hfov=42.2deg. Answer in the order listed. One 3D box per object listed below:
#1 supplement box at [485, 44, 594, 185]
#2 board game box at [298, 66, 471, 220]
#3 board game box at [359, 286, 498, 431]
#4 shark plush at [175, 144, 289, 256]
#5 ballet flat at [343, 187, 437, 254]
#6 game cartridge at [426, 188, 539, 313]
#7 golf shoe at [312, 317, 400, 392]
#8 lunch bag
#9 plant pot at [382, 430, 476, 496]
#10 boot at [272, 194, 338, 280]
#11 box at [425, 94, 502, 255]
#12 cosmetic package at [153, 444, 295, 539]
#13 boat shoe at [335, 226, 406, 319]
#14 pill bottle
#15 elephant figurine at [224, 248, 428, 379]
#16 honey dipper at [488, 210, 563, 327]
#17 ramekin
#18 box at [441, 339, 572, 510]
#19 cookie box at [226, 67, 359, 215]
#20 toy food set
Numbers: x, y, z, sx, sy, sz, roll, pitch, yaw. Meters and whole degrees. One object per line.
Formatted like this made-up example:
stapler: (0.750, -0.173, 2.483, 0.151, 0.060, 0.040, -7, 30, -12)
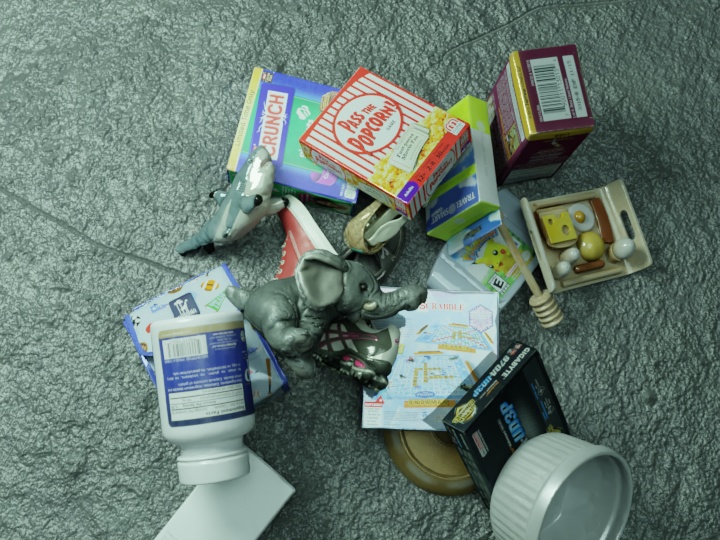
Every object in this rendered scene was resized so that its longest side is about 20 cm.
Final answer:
supplement box: (0.258, -0.225, 1.385, 0.101, 0.200, 0.133, -8, 77, -9)
board game box: (0.035, -0.183, 1.320, 0.199, 0.046, 0.152, 31, 73, 23)
board game box: (0.099, 0.128, 1.332, 0.196, 0.041, 0.203, 4, 78, -5)
shark plush: (-0.187, -0.088, 1.352, 0.090, 0.200, 0.084, -16, 68, -55)
ballet flat: (0.061, -0.095, 1.337, 0.200, 0.065, 0.070, -48, 127, 0)
game cartridge: (0.196, -0.022, 1.415, 0.133, 0.041, 0.201, 38, 75, 8)
golf shoe: (-0.021, 0.100, 1.299, 0.198, 0.077, 0.089, 19, 76, 43)
lunch bag: (-0.214, 0.112, 1.289, 0.168, 0.124, 0.202, -27, 80, -11)
plant pot: (0.130, 0.222, 1.351, 0.196, 0.028, 0.204, 1, 77, -6)
boot: (-0.109, -0.009, 1.340, 0.143, 0.073, 0.201, -34, 55, -1)
box: (0.144, -0.139, 1.375, 0.047, 0.121, 0.203, 14, 61, -33)
cosmetic package: (-0.190, 0.340, 1.260, 0.113, 0.081, 0.200, 40, 74, 4)
boat shoe: (0.000, 0.000, 1.375, 0.067, 0.057, 0.200, 43, 76, 5)
pill bottle: (-0.194, 0.157, 1.168, 0.118, 0.120, 0.204, -7, 88, -8)
elephant figurine: (-0.043, 0.032, 1.222, 0.200, 0.141, 0.156, -44, 124, -7)
honey dipper: (0.239, -0.006, 1.370, 0.038, 0.038, 0.202, -36, 108, -14)
ramekin: (0.265, 0.317, 1.260, 0.198, 0.104, 0.204, -15, 114, -36)
box: (0.207, 0.221, 1.280, 0.159, 0.046, 0.202, -42, 127, -21)
cookie box: (-0.086, -0.193, 1.405, 0.197, 0.075, 0.174, 14, 75, -2)
toy food set: (0.339, -0.055, 1.403, 0.197, 0.060, 0.146, -11, 77, -29)
